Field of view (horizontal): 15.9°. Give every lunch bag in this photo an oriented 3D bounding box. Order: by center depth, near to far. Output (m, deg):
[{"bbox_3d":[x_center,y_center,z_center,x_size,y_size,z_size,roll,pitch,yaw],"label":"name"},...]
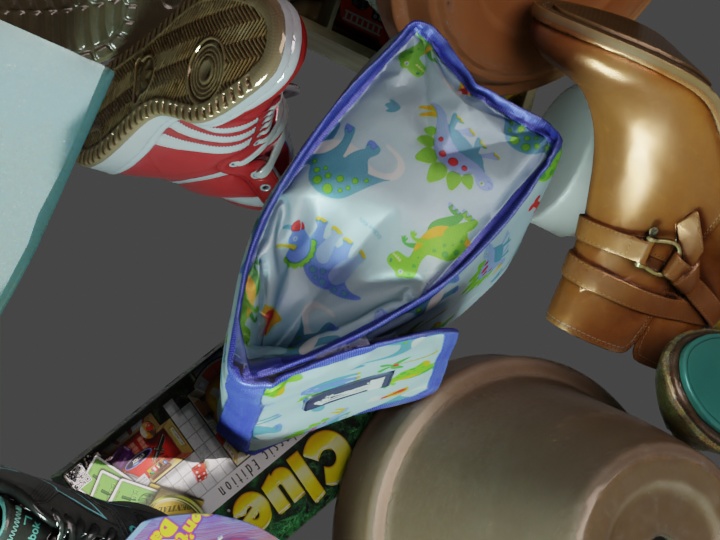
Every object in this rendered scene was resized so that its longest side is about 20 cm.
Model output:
[{"bbox_3d":[0.000,0.000,1.295,0.127,0.170,0.200,40,76,7],"label":"lunch bag"}]

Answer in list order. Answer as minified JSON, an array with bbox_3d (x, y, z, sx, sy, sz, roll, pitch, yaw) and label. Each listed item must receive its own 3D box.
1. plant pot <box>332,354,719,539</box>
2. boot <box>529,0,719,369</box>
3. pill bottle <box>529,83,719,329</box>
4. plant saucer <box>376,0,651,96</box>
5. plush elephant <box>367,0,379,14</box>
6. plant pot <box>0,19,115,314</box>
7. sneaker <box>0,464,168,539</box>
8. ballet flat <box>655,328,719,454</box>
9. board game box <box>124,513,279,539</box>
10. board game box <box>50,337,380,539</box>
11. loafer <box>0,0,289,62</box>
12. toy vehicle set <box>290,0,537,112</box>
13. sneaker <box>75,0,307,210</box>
[{"bbox_3d":[0.109,0.146,1.347,0.199,0.174,0.202,0,89,-29],"label":"plant pot"},{"bbox_3d":[0.136,-0.042,1.349,0.199,0.077,0.156,26,106,-31],"label":"boot"},{"bbox_3d":[0.193,-0.030,1.462,0.199,0.113,0.113,24,72,-21],"label":"pill bottle"},{"bbox_3d":[0.097,-0.176,1.314,0.199,0.032,0.201,-23,134,-25],"label":"plant saucer"},{"bbox_3d":[0.044,-0.217,1.361,0.199,0.165,0.155,-26,56,-10],"label":"plush elephant"},{"bbox_3d":[-0.233,-0.024,1.250,0.141,0.141,0.201,22,80,-20],"label":"plant pot"},{"bbox_3d":[-0.155,0.141,1.275,0.199,0.079,0.076,20,86,-14],"label":"sneaker"},{"bbox_3d":[0.200,0.069,1.390,0.199,0.070,0.071,0,80,-52],"label":"ballet flat"},{"bbox_3d":[-0.094,0.219,1.276,0.200,0.039,0.158,-47,124,-8],"label":"board game box"},{"bbox_3d":[-0.058,0.091,1.373,0.200,0.023,0.105,-39,101,-25],"label":"board game box"},{"bbox_3d":[-0.126,-0.154,1.353,0.199,0.067,0.077,-8,111,-8],"label":"loafer"},{"bbox_3d":[0.021,-0.170,1.451,0.199,0.026,0.125,24,72,-20],"label":"toy vehicle set"},{"bbox_3d":[-0.055,-0.085,1.309,0.112,0.200,0.072,15,71,-30],"label":"sneaker"}]
